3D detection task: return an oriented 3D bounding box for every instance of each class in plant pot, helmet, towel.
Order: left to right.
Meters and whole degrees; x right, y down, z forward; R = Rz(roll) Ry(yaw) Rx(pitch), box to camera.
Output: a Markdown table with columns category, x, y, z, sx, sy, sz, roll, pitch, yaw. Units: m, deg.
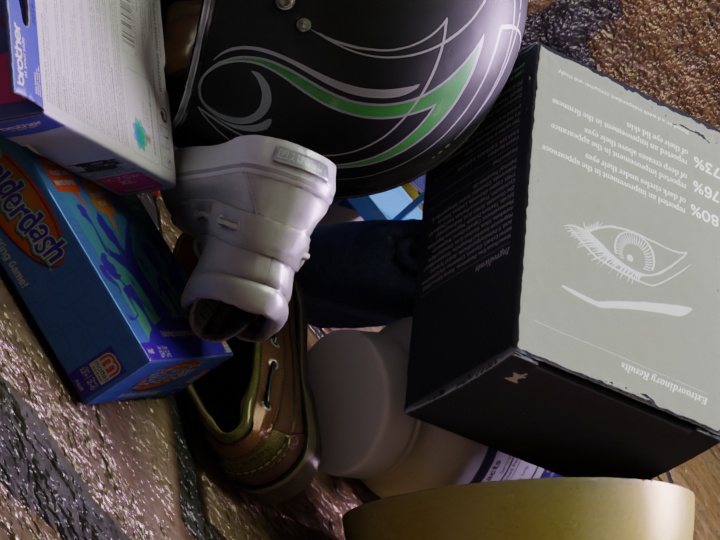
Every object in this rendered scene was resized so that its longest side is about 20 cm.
| category | x | y | z | sx | sy | sz | roll | pitch | yaw |
| --- | --- | --- | --- | --- | --- | --- | --- | --- | --- |
| helmet | -0.008 | -0.137 | 1.555 | 0.190 | 0.200 | 0.200 | 7 | 32 | -16 |
| towel | 0.000 | 0.000 | 1.697 | 0.112 | 0.200 | 0.049 | 14 | 79 | -34 |
| plant pot | 0.092 | 0.202 | 1.611 | 0.200 | 0.200 | 0.142 | 31 | 54 | -66 |

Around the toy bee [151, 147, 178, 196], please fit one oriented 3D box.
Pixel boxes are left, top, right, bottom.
| category | x | y | z | sx | sy | sz | roll | pitch | yaw |
| --- | --- | --- | --- | --- | --- | --- | --- | --- | --- |
| toy bee | -0.128 | -0.107 | 1.733 | 0.131 | 0.109 | 0.200 | 22 | 7 | -12 |

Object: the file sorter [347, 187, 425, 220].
| category | x | y | z | sx | sy | sz | roll | pitch | yaw |
| --- | --- | --- | --- | --- | --- | --- | --- | --- | --- |
| file sorter | 0.069 | -0.057 | 1.818 | 0.200 | 0.123 | 0.139 | 51 | 9 | 10 |

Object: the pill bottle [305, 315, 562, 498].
| category | x | y | z | sx | sy | sz | roll | pitch | yaw |
| --- | --- | --- | --- | --- | --- | --- | --- | --- | --- |
| pill bottle | 0.061 | 0.084 | 1.654 | 0.200 | 0.111 | 0.111 | 9 | 43 | -41 |

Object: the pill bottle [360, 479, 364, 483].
| category | x | y | z | sx | sy | sz | roll | pitch | yaw |
| --- | --- | --- | --- | --- | --- | --- | --- | --- | --- |
| pill bottle | 0.049 | 0.095 | 1.841 | 0.111 | 0.111 | 0.200 | 58 | 11 | 5 |

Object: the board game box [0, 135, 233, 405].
| category | x | y | z | sx | sy | sz | roll | pitch | yaw |
| --- | --- | --- | --- | --- | --- | --- | --- | --- | --- |
| board game box | -0.152 | -0.028 | 1.483 | 0.200 | 0.045 | 0.152 | 58 | 11 | 7 |

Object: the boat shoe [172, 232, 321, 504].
| category | x | y | z | sx | sy | sz | roll | pitch | yaw |
| --- | --- | --- | --- | --- | --- | --- | --- | --- | --- |
| boat shoe | -0.070 | 0.034 | 1.597 | 0.068 | 0.072 | 0.200 | 48 | 14 | -45 |

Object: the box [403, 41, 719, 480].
| category | x | y | z | sx | sy | sz | roll | pitch | yaw |
| --- | --- | --- | --- | --- | --- | --- | --- | --- | --- |
| box | 0.117 | 0.001 | 1.587 | 0.148 | 0.104 | 0.200 | 24 | 56 | -26 |

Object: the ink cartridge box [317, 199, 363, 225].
| category | x | y | z | sx | sy | sz | roll | pitch | yaw |
| --- | --- | --- | --- | --- | --- | --- | --- | --- | --- |
| ink cartridge box | -0.077 | -0.103 | 1.918 | 0.200 | 0.084 | 0.145 | 59 | 10 | 10 |

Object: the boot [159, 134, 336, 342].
| category | x | y | z | sx | sy | sz | roll | pitch | yaw |
| --- | --- | --- | --- | --- | --- | --- | --- | --- | --- |
| boot | -0.073 | -0.010 | 1.499 | 0.073 | 0.096 | 0.200 | 21 | -10 | -12 |

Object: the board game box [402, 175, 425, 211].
| category | x | y | z | sx | sy | sz | roll | pitch | yaw |
| --- | --- | --- | --- | --- | --- | --- | --- | --- | --- |
| board game box | 0.010 | -0.079 | 2.055 | 0.135 | 0.034 | 0.200 | 43 | -19 | 14 |

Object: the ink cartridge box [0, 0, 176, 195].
| category | x | y | z | sx | sy | sz | roll | pitch | yaw |
| --- | --- | --- | --- | --- | --- | --- | --- | --- | --- |
| ink cartridge box | -0.148 | -0.115 | 1.425 | 0.200 | 0.042 | 0.119 | 33 | 49 | -70 |
